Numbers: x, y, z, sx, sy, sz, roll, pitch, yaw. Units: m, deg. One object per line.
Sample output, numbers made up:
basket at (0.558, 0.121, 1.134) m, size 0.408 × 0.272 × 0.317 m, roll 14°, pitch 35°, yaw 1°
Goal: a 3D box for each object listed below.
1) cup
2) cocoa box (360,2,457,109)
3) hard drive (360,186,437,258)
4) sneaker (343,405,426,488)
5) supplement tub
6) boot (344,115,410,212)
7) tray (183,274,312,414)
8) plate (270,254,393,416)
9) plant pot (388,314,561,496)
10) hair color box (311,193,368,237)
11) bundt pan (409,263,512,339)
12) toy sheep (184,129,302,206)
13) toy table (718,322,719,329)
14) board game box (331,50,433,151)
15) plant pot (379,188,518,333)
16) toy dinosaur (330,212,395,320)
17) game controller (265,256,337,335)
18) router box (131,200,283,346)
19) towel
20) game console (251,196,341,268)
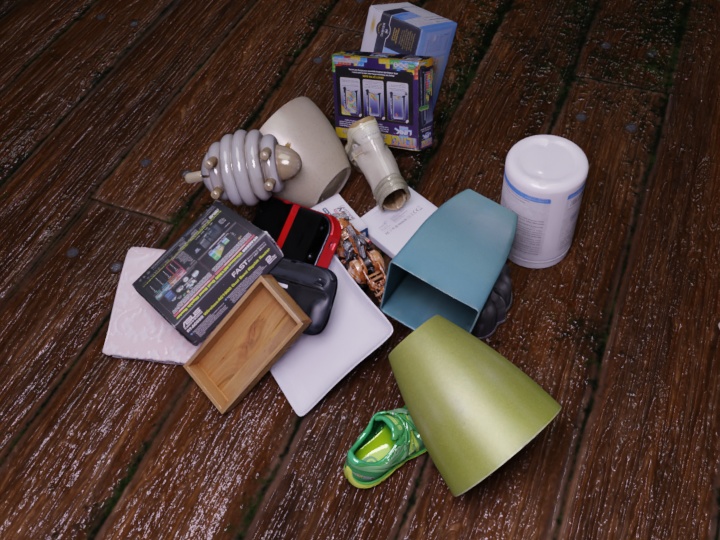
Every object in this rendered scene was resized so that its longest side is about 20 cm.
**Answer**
cup at (-0.102, -0.193, 1.352) m, size 0.143 × 0.200 × 0.200 m, roll 40°, pitch 63°, yaw 9°
cocoa box at (0.084, -0.408, 1.461) m, size 0.131 × 0.201 × 0.133 m, roll 32°, pitch 37°, yaw 25°
hard drive at (0.105, -0.062, 1.319) m, size 0.132 × 0.027 × 0.200 m, roll -37°, pitch 58°, yaw -21°
sneaker at (0.060, 0.233, 1.059) m, size 0.200 × 0.084 × 0.074 m, roll -37°, pitch 58°, yaw -23°
supplement tub at (0.300, -0.113, 1.232) m, size 0.131 × 0.200 × 0.132 m, roll -2°, pitch 52°, yaw 2°
boot at (0.032, -0.176, 1.345) m, size 0.072 × 0.200 × 0.155 m, roll -25°, pitch 80°, yaw -5°
tray at (-0.172, 0.112, 1.115) m, size 0.099 × 0.037 × 0.200 m, roll 47°, pitch 107°, yaw 14°
plate at (-0.067, 0.097, 1.170) m, size 0.200 × 0.032 × 0.200 m, roll -44°, pitch 57°, yaw 6°
plant pot at (0.135, 0.166, 1.005) m, size 0.187 × 0.187 × 0.200 m, roll -35°, pitch 76°, yaw -21°
hair color box at (-0.093, -0.044, 1.299) m, size 0.199 × 0.061 × 0.100 m, roll -30°, pitch 59°, yaw -17°
bundt pan at (0.155, 0.015, 1.200) m, size 0.201 × 0.076 × 0.203 m, roll 0°, pitch 63°, yaw -1°
toy sheep at (-0.194, -0.168, 1.215) m, size 0.199 × 0.138 × 0.138 m, roll -4°, pitch 52°, yaw 4°
toy table at (0.642, 0.037, 1.114) m, size 0.116 × 0.185 × 0.200 m, roll 0°, pitch 38°, yaw -16°
board game box at (0.042, -0.326, 1.404) m, size 0.199 × 0.166 × 0.057 m, roll 16°, pitch 32°, yaw 33°
plant pot at (0.145, -0.011, 1.099) m, size 0.141 × 0.142 × 0.200 m, roll 30°, pitch 60°, yaw 13°
toy dinosaur at (0.000, 0.000, 1.206) m, size 0.102 × 0.136 × 0.201 m, roll -8°, pitch 60°, yaw -6°
game controller at (-0.123, 0.032, 1.153) m, size 0.199 × 0.042 × 0.105 m, roll 15°, pitch 96°, yaw 36°
router box at (-0.239, -0.001, 1.153) m, size 0.200 × 0.062 × 0.150 m, roll -47°, pitch 47°, yaw -11°
towel at (-0.312, 0.060, 1.223) m, size 0.199 × 0.032 × 0.192 m, roll 6°, pitch 74°, yaw 10°
game console at (-0.131, -0.014, 1.210) m, size 0.176 × 0.031 × 0.201 m, roll 20°, pitch 84°, yaw 37°
